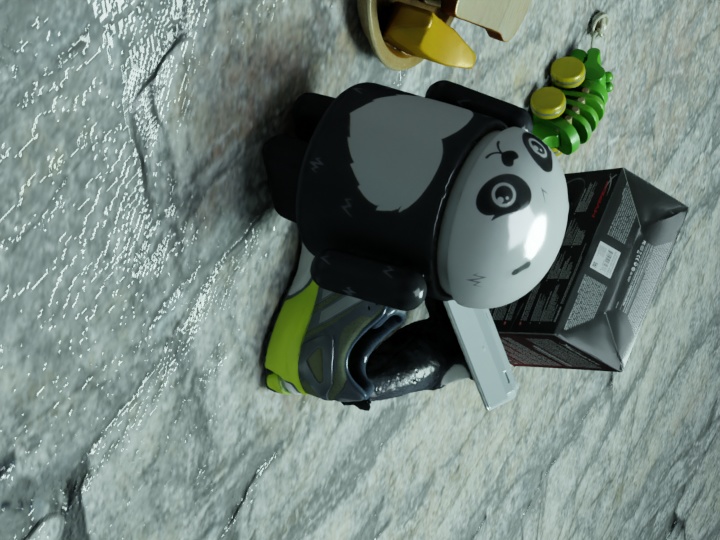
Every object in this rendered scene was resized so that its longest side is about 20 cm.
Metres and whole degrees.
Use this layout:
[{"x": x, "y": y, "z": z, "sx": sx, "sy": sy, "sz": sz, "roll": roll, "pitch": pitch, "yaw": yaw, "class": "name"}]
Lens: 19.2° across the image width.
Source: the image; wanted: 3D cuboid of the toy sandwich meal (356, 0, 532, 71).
[{"x": 0.067, "y": -0.224, "z": 1.491, "sx": 0.205, "sy": 0.070, "sz": 0.206, "roll": -48, "pitch": 148, "yaw": -44, "class": "toy sandwich meal"}]

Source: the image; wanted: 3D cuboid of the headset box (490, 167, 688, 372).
[{"x": 0.165, "y": 0.001, "z": 1.769, "sx": 0.200, "sy": 0.077, "sz": 0.150, "roll": -5, "pitch": -121, "yaw": 66, "class": "headset box"}]

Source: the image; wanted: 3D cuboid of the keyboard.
[{"x": 0.070, "y": 0.007, "z": 1.603, "sx": 0.056, "sy": 0.011, "sz": 0.201, "roll": -18, "pitch": 86, "yaw": -57, "class": "keyboard"}]

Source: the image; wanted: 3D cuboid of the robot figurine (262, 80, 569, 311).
[{"x": 0.036, "y": -0.051, "z": 1.381, "sx": 0.125, "sy": 0.199, "sz": 0.151, "roll": 8, "pitch": 100, "yaw": -67, "class": "robot figurine"}]

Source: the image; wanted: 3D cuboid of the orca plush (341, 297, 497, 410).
[{"x": 0.039, "y": 0.048, "z": 1.622, "sx": 0.199, "sy": 0.105, "sz": 0.072, "roll": -9, "pitch": 106, "yaw": -41, "class": "orca plush"}]

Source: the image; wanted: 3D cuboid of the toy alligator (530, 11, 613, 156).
[{"x": 0.195, "y": -0.157, "z": 1.861, "sx": 0.200, "sy": 0.054, "sz": 0.060, "roll": -55, "pitch": 153, "yaw": -35, "class": "toy alligator"}]

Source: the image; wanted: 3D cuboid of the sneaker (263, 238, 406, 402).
[{"x": 0.000, "y": 0.000, "z": 1.491, "sx": 0.074, "sy": 0.080, "sz": 0.201, "roll": 0, "pitch": 107, "yaw": -67, "class": "sneaker"}]
